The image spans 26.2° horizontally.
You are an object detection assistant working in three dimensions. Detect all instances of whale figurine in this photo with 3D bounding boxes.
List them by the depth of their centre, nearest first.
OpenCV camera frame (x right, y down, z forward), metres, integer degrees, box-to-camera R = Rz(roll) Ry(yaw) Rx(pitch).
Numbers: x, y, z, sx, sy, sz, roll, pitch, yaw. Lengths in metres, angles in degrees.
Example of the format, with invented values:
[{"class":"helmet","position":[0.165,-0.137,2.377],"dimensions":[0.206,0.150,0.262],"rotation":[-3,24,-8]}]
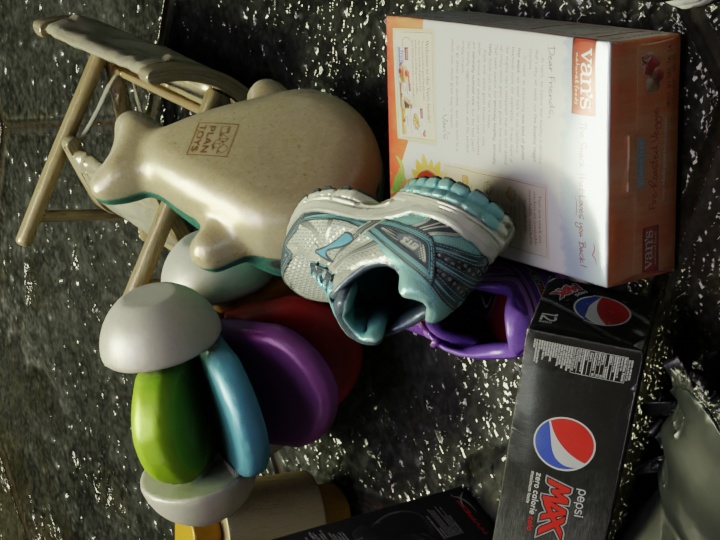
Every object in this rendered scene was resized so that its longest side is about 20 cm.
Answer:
[{"class":"whale figurine","position":[-0.081,-0.058,1.070],"dimensions":[0.104,0.200,0.159],"rotation":[73,-153,-55]}]

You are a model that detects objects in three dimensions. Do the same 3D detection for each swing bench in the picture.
[{"class":"swing bench","position":[-0.169,-0.089,1.229],"dimensions":[0.199,0.130,0.200],"rotation":[30,116,50]}]

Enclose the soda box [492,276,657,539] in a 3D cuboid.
[{"class":"soda box","position":[0.115,0.109,0.867],"dimensions":[0.063,0.071,0.200],"rotation":[13,118,12]}]

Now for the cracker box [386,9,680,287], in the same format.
[{"class":"cracker box","position":[0.095,-0.078,0.903],"dimensions":[0.200,0.058,0.134],"rotation":[20,116,53]}]

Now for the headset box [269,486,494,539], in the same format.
[{"class":"headset box","position":[0.016,0.230,0.968],"dimensions":[0.149,0.200,0.075],"rotation":[49,135,36]}]

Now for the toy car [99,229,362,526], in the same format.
[{"class":"toy car","position":[-0.078,0.074,1.082],"dimensions":[0.150,0.200,0.175],"rotation":[0,117,24]}]

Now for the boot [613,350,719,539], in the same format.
[{"class":"boot","position":[0.202,0.151,0.785],"dimensions":[0.198,0.073,0.163],"rotation":[58,145,41]}]

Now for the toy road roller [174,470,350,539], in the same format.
[{"class":"toy road roller","position":[-0.092,0.236,1.203],"dimensions":[0.146,0.123,0.200],"rotation":[-140,49,-58]}]

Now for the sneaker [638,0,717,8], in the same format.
[{"class":"sneaker","position":[0.143,-0.232,0.777],"dimensions":[0.074,0.079,0.200],"rotation":[-5,93,58]}]

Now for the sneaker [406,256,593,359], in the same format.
[{"class":"sneaker","position":[0.057,0.014,0.959],"dimensions":[0.200,0.083,0.081],"rotation":[7,104,55]}]

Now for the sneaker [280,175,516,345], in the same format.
[{"class":"sneaker","position":[0.000,0.000,0.915],"dimensions":[0.078,0.086,0.200],"rotation":[40,154,-21]}]
